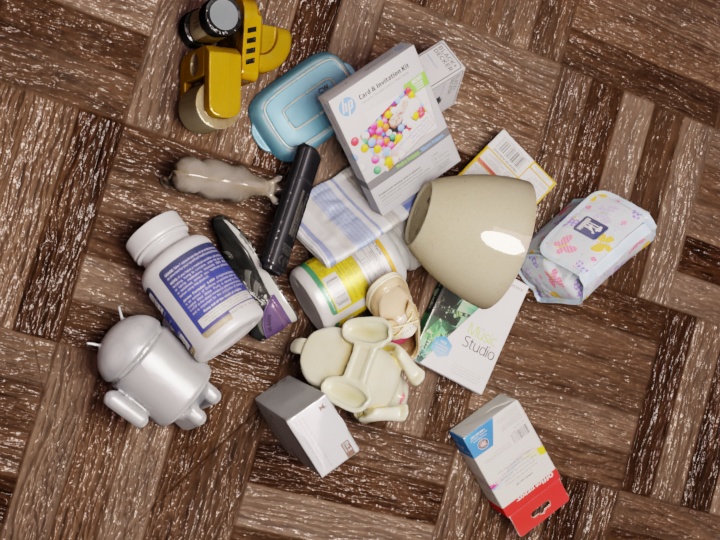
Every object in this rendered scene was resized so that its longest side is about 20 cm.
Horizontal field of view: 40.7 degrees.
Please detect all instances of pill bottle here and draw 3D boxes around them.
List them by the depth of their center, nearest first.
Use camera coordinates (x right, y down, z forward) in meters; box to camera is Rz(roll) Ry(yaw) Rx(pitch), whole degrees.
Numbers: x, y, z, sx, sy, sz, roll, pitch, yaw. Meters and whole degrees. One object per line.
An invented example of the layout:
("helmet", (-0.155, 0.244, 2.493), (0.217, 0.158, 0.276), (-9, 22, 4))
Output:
("pill bottle", (-0.243, 0.019, 1.394), (0.119, 0.120, 0.201), (-36, 84, -14))
("pill bottle", (0.000, 0.000, 1.493), (0.199, 0.113, 0.113), (-31, 101, -14))

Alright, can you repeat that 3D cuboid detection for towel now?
("towel", (-0.014, -0.097, 1.485), (0.199, 0.147, 0.024), (-33, 145, -16))

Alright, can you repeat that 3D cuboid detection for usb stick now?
("usb stick", (-0.102, -0.091, 1.438), (0.032, 0.055, 0.202), (12, 77, 21))

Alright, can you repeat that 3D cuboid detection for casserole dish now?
("casserole dish", (-0.079, -0.255, 1.499), (0.200, 0.039, 0.122), (-38, 103, -15))

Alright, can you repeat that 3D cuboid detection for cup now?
("cup", (0.149, -0.060, 1.423), (0.142, 0.200, 0.202), (19, 86, -13))

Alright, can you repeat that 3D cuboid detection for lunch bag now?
("lunch bag", (0.361, -0.038, 1.567), (0.169, 0.200, 0.128), (-39, 103, -13))

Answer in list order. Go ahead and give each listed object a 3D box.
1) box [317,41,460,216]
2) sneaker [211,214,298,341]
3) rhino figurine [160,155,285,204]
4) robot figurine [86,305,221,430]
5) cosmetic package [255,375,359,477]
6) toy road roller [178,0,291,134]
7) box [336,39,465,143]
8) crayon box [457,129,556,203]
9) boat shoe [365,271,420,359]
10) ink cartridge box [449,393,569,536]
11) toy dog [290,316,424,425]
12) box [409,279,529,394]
("box", (0.046, -0.205, 1.415), (0.155, 0.041, 0.201), (-35, 121, -14))
("sneaker", (-0.180, 0.016, 1.457), (0.087, 0.076, 0.201), (-34, 102, -8))
("rhino figurine", (-0.191, -0.130, 1.438), (0.198, 0.087, 0.060), (8, 90, -20))
("robot figurine", (-0.297, 0.144, 1.398), (0.200, 0.113, 0.170), (45, 51, -14))
("cosmetic package", (-0.083, 0.225, 1.426), (0.074, 0.200, 0.102), (-34, 101, -14))
("toy road roller", (-0.182, -0.300, 1.423), (0.145, 0.123, 0.202), (3, 90, -30))
("box", (0.061, -0.258, 1.498), (0.199, 0.117, 0.060), (-34, 76, -16))
("crayon box", (0.204, -0.114, 1.577), (0.126, 0.052, 0.200), (45, 77, 0))
("boat shoe", (0.061, 0.074, 1.476), (0.073, 0.200, 0.069), (-33, 59, -8))
("ink cartridge box", (0.248, 0.322, 1.609), (0.116, 0.067, 0.201), (-32, 101, -14))
("toy dog", (-0.001, 0.169, 1.465), (0.200, 0.192, 0.141), (45, 52, -55))
("box", (0.176, 0.083, 1.595), (0.144, 0.036, 0.201), (27, 81, -17))
